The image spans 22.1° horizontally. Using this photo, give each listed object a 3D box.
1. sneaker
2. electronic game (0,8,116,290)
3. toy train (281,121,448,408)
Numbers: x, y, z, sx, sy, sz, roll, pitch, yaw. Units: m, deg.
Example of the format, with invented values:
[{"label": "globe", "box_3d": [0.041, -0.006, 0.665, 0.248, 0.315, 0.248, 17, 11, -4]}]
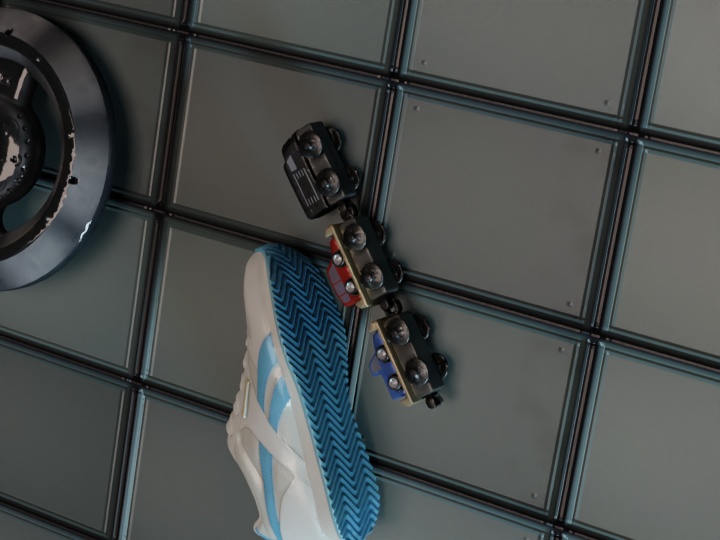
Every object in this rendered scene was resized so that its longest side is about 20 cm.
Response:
[{"label": "sneaker", "box_3d": [-0.051, 0.083, 1.200, 0.081, 0.076, 0.201, -11, 89, 33]}, {"label": "electronic game", "box_3d": [-0.258, -0.086, 1.310, 0.200, 0.042, 0.201, 0, 89, 27]}, {"label": "toy train", "box_3d": [0.000, 0.000, 1.182, 0.046, 0.034, 0.200, -30, 80, 33]}]
